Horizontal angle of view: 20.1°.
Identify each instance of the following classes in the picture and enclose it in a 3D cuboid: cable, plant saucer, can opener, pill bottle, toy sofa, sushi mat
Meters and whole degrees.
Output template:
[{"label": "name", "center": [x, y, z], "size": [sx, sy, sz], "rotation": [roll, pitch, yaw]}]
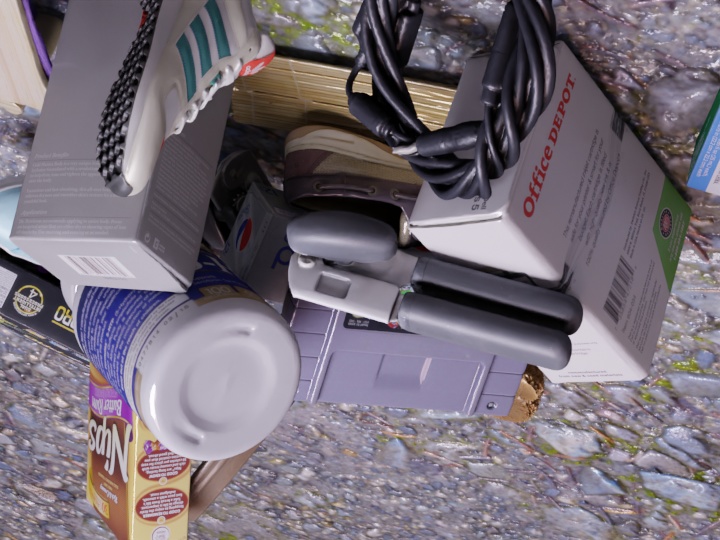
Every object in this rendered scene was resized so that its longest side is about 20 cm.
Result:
[{"label": "cable", "center": [0.057, -0.140, 1.259], "size": [0.050, 0.164, 0.201], "rotation": [-10, 143, -36]}, {"label": "plant saucer", "center": [-0.100, 0.143, 1.754], "size": [0.029, 0.200, 0.200], "rotation": [39, 148, 0]}, {"label": "can opener", "center": [0.045, 0.010, 1.315], "size": [0.198, 0.054, 0.067], "rotation": [15, 154, 14]}, {"label": "pill bottle", "center": [-0.136, 0.038, 1.442], "size": [0.120, 0.120, 0.200], "rotation": [45, 177, -39]}, {"label": "toy sofa", "center": [-0.248, -0.199, 1.376], "size": [0.097, 0.083, 0.201], "rotation": [13, 150, 13]}, {"label": "can opener", "center": [-0.072, -0.010, 1.586], "size": [0.066, 0.053, 0.201], "rotation": [5, 137, 40]}, {"label": "sushi mat", "center": [-0.004, -0.118, 1.456], "size": [0.198, 0.012, 0.096], "rotation": [11, 150, 11]}]

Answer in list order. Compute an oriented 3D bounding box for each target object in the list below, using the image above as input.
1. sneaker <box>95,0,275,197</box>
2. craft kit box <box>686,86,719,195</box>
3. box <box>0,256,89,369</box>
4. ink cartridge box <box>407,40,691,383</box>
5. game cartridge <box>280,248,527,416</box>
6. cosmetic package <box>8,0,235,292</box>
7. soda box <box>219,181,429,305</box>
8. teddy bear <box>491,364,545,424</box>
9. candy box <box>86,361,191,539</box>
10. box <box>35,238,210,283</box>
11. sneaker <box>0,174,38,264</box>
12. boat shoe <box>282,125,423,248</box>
[{"label": "sneaker", "center": [-0.102, -0.133, 1.303], "size": [0.093, 0.201, 0.070], "rotation": [21, 161, -19]}, {"label": "craft kit box", "center": [0.327, -0.096, 1.295], "size": [0.196, 0.049, 0.200], "rotation": [18, 150, 4]}, {"label": "box", "center": [-0.275, 0.039, 1.773], "size": [0.199, 0.049, 0.161], "rotation": [28, 172, -18]}, {"label": "ink cartridge box", "center": [0.134, -0.037, 1.386], "size": [0.084, 0.146, 0.200], "rotation": [-4, 144, 39]}, {"label": "game cartridge", "center": [0.037, 0.045, 1.505], "size": [0.198, 0.039, 0.130], "rotation": [5, 126, -20]}, {"label": "cosmetic package", "center": [-0.156, -0.095, 1.380], "size": [0.106, 0.202, 0.090], "rotation": [3, 157, 26]}, {"label": "soda box", "center": [0.000, 0.000, 1.526], "size": [0.199, 0.063, 0.069], "rotation": [17, 108, -26]}, {"label": "teddy bear", "center": [0.063, 0.053, 1.670], "size": [0.198, 0.067, 0.146], "rotation": [14, 141, 18]}, {"label": "candy box", "center": [-0.181, 0.117, 1.662], "size": [0.056, 0.202, 0.117], "rotation": [-6, -159, -25]}, {"label": "box", "center": [-0.194, -0.030, 1.679], "size": [0.142, 0.036, 0.200], "rotation": [19, 149, -2]}, {"label": "sneaker", "center": [-0.199, -0.020, 1.568], "size": [0.198, 0.074, 0.082], "rotation": [16, -171, -15]}, {"label": "boat shoe", "center": [0.035, -0.047, 1.485], "size": [0.198, 0.065, 0.072], "rotation": [18, 159, -15]}]
